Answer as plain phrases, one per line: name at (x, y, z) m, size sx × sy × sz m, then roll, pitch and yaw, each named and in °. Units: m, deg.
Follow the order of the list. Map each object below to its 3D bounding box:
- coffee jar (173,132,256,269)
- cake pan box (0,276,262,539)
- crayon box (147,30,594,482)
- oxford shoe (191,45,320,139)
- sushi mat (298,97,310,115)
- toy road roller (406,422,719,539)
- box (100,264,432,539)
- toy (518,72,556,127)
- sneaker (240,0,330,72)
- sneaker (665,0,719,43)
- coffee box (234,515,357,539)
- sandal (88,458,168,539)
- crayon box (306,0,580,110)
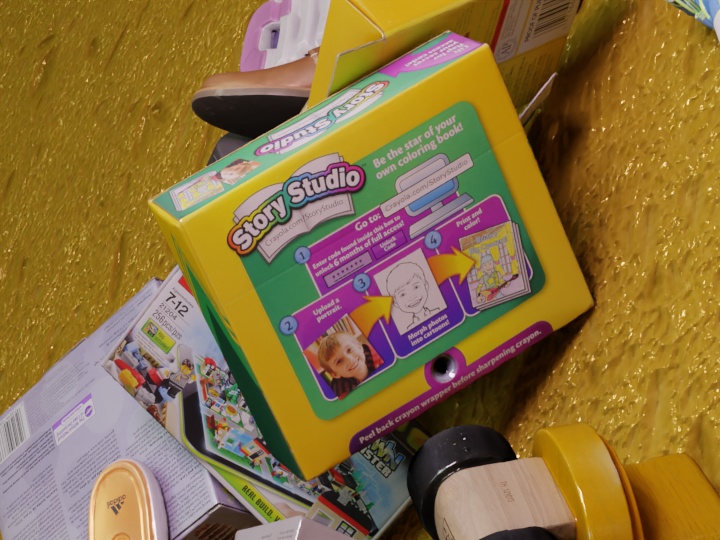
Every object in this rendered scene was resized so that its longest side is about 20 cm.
coffee jar at (-0.081, 0.007, 1.646) m, size 0.200 × 0.085 × 0.104 m, roll -69°, pitch 28°, yaw 22°
cake pan box at (-0.162, 0.136, 1.576) m, size 0.200 × 0.052 × 0.184 m, roll -41°, pitch 47°, yaw 25°
crayon box at (0.009, -0.009, 1.342) m, size 0.200 × 0.173 × 0.058 m, roll -30°, pitch 22°, yaw -14°
oxford shoe at (-0.012, -0.126, 1.591) m, size 0.071 × 0.199 × 0.071 m, roll 76°, pitch -168°, yaw -66°
sushi mat at (-0.019, -0.080, 1.481) m, size 0.012 × 0.096 × 0.200 m, roll 45°, pitch 113°, yaw 28°
toy road roller at (0.109, 0.169, 1.183) m, size 0.123 × 0.146 × 0.200 m, roll -115°, pitch 18°, yaw -58°
box at (-0.052, 0.084, 1.458) m, size 0.110 × 0.200 × 0.035 m, roll -51°, pitch -10°, yaw 26°
toy at (0.068, -0.017, 1.458) m, size 0.200 × 0.047 × 0.115 m, roll -52°, pitch -2°, yaw -8°
sneaker at (0.011, -0.164, 1.684) m, size 0.200 × 0.088 × 0.081 m, roll -14°, pitch 58°, yaw 44°
sneaker at (0.210, -0.154, 1.328) m, size 0.105 × 0.076 × 0.200 m, roll 126°, pitch 163°, yaw -46°
coffee box at (-0.031, 0.252, 1.340) m, size 0.080 × 0.114 × 0.200 m, roll -21°, pitch 48°, yaw 54°
sandal at (-0.153, 0.210, 1.462) m, size 0.079 × 0.059 × 0.207 m, roll -29°, pitch 59°, yaw 32°
crayon box at (0.039, -0.129, 1.420) m, size 0.051 × 0.200 × 0.127 m, roll 46°, pitch 143°, yaw 26°
